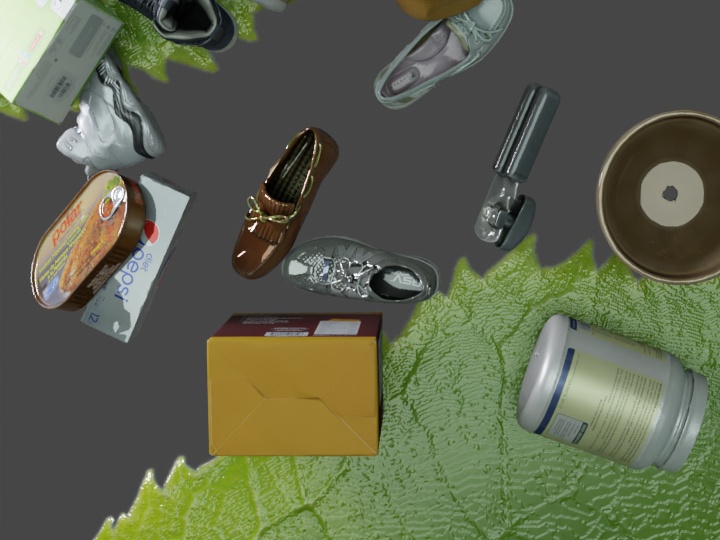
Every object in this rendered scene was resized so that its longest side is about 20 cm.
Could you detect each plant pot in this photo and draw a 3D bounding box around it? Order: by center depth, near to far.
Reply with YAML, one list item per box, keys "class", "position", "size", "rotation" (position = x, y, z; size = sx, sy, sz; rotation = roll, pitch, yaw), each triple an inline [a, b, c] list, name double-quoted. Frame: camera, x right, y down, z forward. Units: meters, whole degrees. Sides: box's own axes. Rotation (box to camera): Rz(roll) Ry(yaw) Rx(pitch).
- class: "plant pot"
  position: [0.375, -0.088, 1.609]
  size: [0.197, 0.093, 0.204]
  rotation: [0, 96, 3]

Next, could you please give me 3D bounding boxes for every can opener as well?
- class: "can opener"
  position: [0.198, -0.123, 1.646]
  size: [0.066, 0.053, 0.202]
  rotation: [18, 98, -31]

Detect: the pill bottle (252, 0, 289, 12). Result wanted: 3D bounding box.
- class: "pill bottle"
  position: [-0.101, -0.418, 1.588]
  size: [0.114, 0.116, 0.202]
  rotation: [25, 98, 0]

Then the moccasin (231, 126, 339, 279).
- class: "moccasin"
  position: [-0.097, -0.082, 1.639]
  size: [0.073, 0.078, 0.202]
  rotation: [39, 98, 23]

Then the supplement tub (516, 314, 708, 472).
- class: "supplement tub"
  position: [0.300, 0.150, 1.616]
  size: [0.197, 0.145, 0.147]
  rotation: [19, 98, 1]

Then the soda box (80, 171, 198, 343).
- class: "soda box"
  position: [-0.273, -0.016, 1.672]
  size: [0.067, 0.063, 0.202]
  rotation: [24, 97, 0]

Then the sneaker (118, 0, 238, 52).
- class: "sneaker"
  position: [-0.243, -0.330, 1.594]
  size: [0.201, 0.146, 0.078]
  rotation: [30, 99, 1]

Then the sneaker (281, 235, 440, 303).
- class: "sneaker"
  position: [0.000, 0.000, 1.647]
  size: [0.197, 0.082, 0.076]
  rotation: [4, 97, 3]

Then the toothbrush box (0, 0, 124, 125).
- class: "toothbrush box"
  position: [-0.394, -0.291, 1.590]
  size: [0.200, 0.086, 0.147]
  rotation: [39, 99, 31]

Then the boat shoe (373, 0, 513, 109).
- class: "boat shoe"
  position: [0.100, -0.266, 1.618]
  size: [0.201, 0.065, 0.075]
  rotation: [-35, 94, 6]

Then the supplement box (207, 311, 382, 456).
- class: "supplement box"
  position: [-0.072, 0.131, 1.608]
  size: [0.194, 0.200, 0.135]
  rotation: [0, 97, 3]

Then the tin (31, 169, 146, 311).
- class: "tin"
  position: [-0.332, -0.034, 1.645]
  size: [0.200, 0.042, 0.113]
  rotation: [-44, 56, 25]

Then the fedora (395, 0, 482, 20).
- class: "fedora"
  position: [0.087, -0.351, 1.579]
  size: [0.198, 0.202, 0.082]
  rotation: [-19, 132, 6]

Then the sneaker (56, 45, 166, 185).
- class: "sneaker"
  position: [-0.332, -0.205, 1.647]
  size: [0.114, 0.075, 0.201]
  rotation: [-31, 97, 4]
